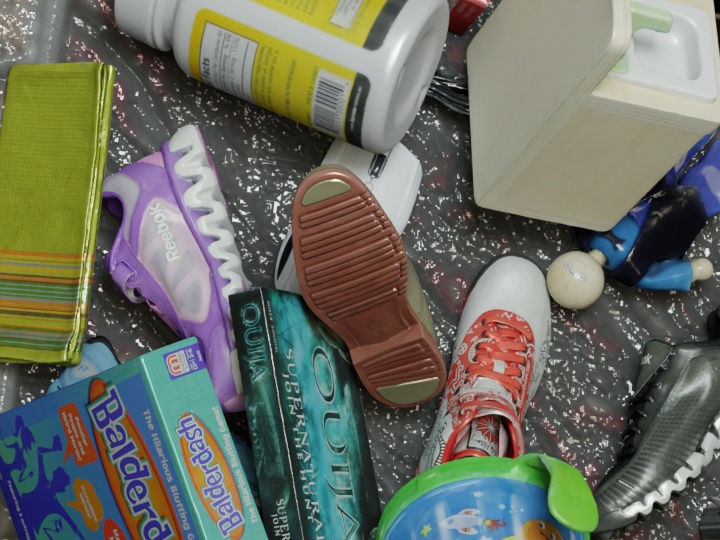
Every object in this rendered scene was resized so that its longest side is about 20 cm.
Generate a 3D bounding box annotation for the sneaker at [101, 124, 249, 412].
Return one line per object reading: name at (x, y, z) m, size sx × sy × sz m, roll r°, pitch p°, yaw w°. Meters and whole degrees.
sneaker at (-0.118, 0.006, 1.391) m, size 0.088 × 0.081 × 0.201 m, roll -17°, pitch 66°, yaw -2°

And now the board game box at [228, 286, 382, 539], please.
board game box at (-0.029, 0.115, 1.350) m, size 0.028 × 0.135 × 0.201 m, roll -13°, pitch 80°, yaw 21°

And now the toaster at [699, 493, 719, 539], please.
toaster at (0.343, 0.176, 1.429) m, size 0.181 × 0.119 × 0.200 m, roll -38°, pitch 90°, yaw -13°

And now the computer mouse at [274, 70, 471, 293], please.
computer mouse at (0.007, -0.057, 1.445) m, size 0.109 × 0.044 × 0.201 m, roll 24°, pitch 79°, yaw -6°

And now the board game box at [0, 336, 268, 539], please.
board game box at (-0.141, 0.137, 1.270) m, size 0.045 × 0.200 × 0.153 m, roll -18°, pitch 87°, yaw -41°

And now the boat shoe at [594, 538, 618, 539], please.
boat shoe at (0.106, 0.238, 1.410) m, size 0.200 × 0.063 × 0.074 m, roll -23°, pitch 86°, yaw -12°

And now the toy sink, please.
toy sink at (0.161, -0.134, 1.374) m, size 0.111 × 0.200 × 0.131 m, roll 10°, pitch 57°, yaw -20°

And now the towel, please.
towel at (-0.210, -0.039, 1.400) m, size 0.086 × 0.018 × 0.201 m, roll 2°, pitch 80°, yaw 25°

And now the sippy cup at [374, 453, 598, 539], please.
sippy cup at (0.079, 0.206, 1.304) m, size 0.139 × 0.131 × 0.179 m, roll -6°, pitch 124°, yaw 2°

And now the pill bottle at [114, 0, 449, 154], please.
pill bottle at (-0.052, -0.164, 1.397) m, size 0.199 × 0.114 × 0.115 m, roll 24°, pitch 79°, yaw 12°

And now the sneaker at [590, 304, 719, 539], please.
sneaker at (0.209, 0.097, 1.448) m, size 0.200 × 0.066 × 0.091 m, roll -40°, pitch 87°, yaw -16°

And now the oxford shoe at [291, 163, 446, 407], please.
oxford shoe at (0.000, 0.000, 1.376) m, size 0.070 × 0.201 × 0.074 m, roll -15°, pitch 41°, yaw 6°

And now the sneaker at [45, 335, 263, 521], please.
sneaker at (-0.106, 0.103, 1.389) m, size 0.199 × 0.078 × 0.090 m, roll 25°, pitch 72°, yaw -8°

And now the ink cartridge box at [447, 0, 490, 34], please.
ink cartridge box at (0.013, -0.271, 1.455) m, size 0.199 × 0.084 × 0.145 m, roll 22°, pitch 80°, yaw -5°

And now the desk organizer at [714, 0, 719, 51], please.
desk organizer at (0.222, -0.199, 1.482) m, size 0.199 × 0.077 × 0.072 m, roll 4°, pitch 82°, yaw -9°

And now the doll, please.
doll at (0.198, -0.051, 1.473) m, size 0.136 × 0.048 × 0.200 m, roll 41°, pitch 77°, yaw 9°

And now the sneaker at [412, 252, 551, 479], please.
sneaker at (0.090, 0.080, 1.407) m, size 0.067 × 0.108 × 0.202 m, roll 22°, pitch 79°, yaw -6°
